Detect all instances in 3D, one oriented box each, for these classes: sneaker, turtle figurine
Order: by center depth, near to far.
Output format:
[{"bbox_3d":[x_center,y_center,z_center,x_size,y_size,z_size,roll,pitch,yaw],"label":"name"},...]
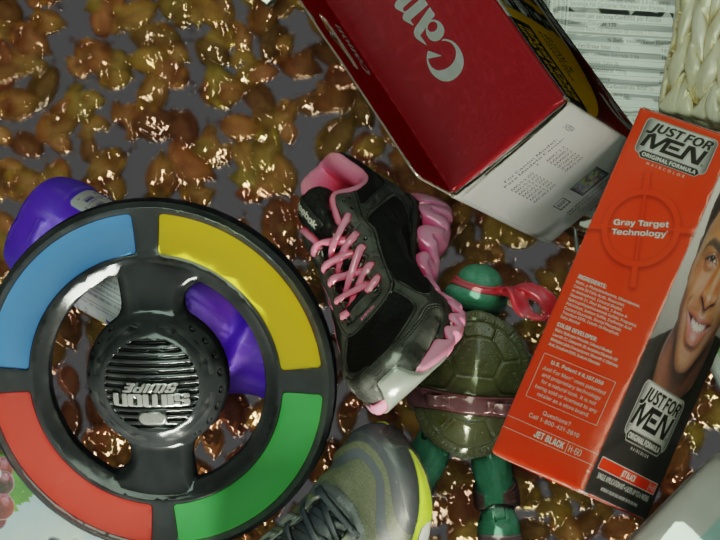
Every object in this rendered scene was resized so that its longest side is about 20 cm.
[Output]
[{"bbox_3d":[0.000,0.000,1.236,0.079,0.200,0.095,-42,113,18],"label":"sneaker"},{"bbox_3d":[-0.031,0.164,1.244,0.074,0.081,0.200,47,120,30],"label":"sneaker"},{"bbox_3d":[0.058,0.069,1.279,0.149,0.101,0.201,9,94,12],"label":"turtle figurine"}]

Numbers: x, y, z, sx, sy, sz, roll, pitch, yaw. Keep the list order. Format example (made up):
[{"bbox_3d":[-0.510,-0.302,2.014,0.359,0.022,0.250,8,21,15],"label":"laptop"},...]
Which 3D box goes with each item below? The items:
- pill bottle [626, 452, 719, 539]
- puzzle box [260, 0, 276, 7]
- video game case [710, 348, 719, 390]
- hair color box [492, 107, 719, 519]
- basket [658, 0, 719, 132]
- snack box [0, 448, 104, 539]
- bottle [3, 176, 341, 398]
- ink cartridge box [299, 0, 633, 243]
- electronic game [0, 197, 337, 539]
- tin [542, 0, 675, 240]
[{"bbox_3d":[0.231,0.203,1.237,0.111,0.111,0.200,-45,82,1],"label":"pill bottle"},{"bbox_3d":[-0.081,-0.270,1.342,0.200,0.025,0.133,44,91,-1],"label":"puzzle box"},{"bbox_3d":[0.294,0.026,1.289,0.200,0.022,0.183,-26,83,5],"label":"video game case"},{"bbox_3d":[0.152,0.025,1.223,0.061,0.101,0.201,21,87,30],"label":"hair color box"},{"bbox_3d":[0.251,-0.153,1.239,0.123,0.135,0.201,9,85,32],"label":"basket"},{"bbox_3d":[-0.190,0.210,1.316,0.142,0.053,0.201,10,86,6],"label":"snack box"},{"bbox_3d":[-0.105,0.017,1.307,0.200,0.084,0.065,29,95,8],"label":"bottle"},{"bbox_3d":[0.047,-0.129,1.225,0.084,0.175,0.200,-40,66,15],"label":"ink cartridge box"},{"bbox_3d":[-0.111,0.059,1.251,0.199,0.042,0.201,2,104,7],"label":"electronic game"},{"bbox_3d":[0.148,-0.116,1.312,0.112,0.042,0.201,4,86,3],"label":"tin"}]
